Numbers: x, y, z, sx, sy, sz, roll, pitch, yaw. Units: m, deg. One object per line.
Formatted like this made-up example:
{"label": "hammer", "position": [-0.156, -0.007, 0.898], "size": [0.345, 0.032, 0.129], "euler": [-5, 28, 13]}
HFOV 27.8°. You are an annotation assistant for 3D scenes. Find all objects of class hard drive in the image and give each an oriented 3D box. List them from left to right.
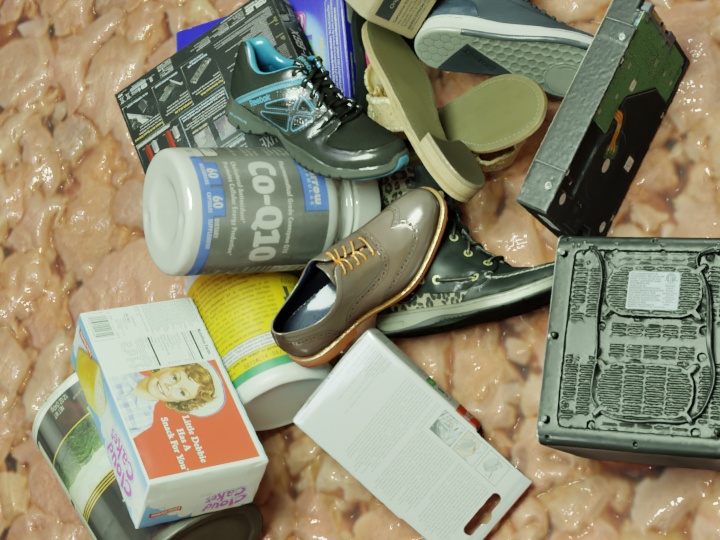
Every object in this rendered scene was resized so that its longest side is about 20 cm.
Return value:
{"label": "hard drive", "position": [0.213, -0.124, 1.267], "size": [0.038, 0.139, 0.202], "euler": [26, 89, 30]}

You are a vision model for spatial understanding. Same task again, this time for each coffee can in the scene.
{"label": "coffee can", "position": [-0.205, 0.200, 1.386], "size": [0.146, 0.146, 0.200], "euler": [-45, 60, 9]}

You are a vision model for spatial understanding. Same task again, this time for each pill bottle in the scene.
{"label": "pill bottle", "position": [-0.104, 0.041, 1.400], "size": [0.112, 0.113, 0.202], "euler": [-30, 63, 17]}
{"label": "pill bottle", "position": [-0.088, -0.056, 1.327], "size": [0.113, 0.198, 0.115], "euler": [10, 102, 59]}

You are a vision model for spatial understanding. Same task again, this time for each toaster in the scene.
{"label": "toaster", "position": [0.256, 0.066, 1.200], "size": [0.198, 0.118, 0.183], "euler": [1, 76, 28]}

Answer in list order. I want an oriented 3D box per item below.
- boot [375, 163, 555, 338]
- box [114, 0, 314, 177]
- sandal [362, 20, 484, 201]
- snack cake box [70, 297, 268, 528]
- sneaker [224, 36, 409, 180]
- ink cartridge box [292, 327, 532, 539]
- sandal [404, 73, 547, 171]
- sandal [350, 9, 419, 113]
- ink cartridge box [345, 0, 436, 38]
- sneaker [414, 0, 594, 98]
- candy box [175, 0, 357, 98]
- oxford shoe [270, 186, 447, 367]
{"label": "boot", "position": [0.094, -0.029, 1.330], "size": [0.202, 0.073, 0.156], "euler": [-15, 77, 27]}
{"label": "box", "position": [-0.129, -0.154, 1.420], "size": [0.199, 0.050, 0.159], "euler": [-32, 68, 17]}
{"label": "sandal", "position": [0.034, -0.134, 1.328], "size": [0.070, 0.077, 0.213], "euler": [-45, 57, 28]}
{"label": "snack cake box", "position": [-0.176, 0.124, 1.316], "size": [0.201, 0.114, 0.068], "euler": [61, 144, 35]}
{"label": "sneaker", "position": [-0.042, -0.142, 1.290], "size": [0.199, 0.073, 0.083], "euler": [25, 124, 27]}
{"label": "ink cartridge box", "position": [0.048, 0.158, 1.311], "size": [0.200, 0.050, 0.109], "euler": [42, 96, 5]}
{"label": "sandal", "position": [0.117, -0.127, 1.366], "size": [0.211, 0.069, 0.078], "euler": [-7, 62, 50]}
{"label": "sandal", "position": [0.028, -0.196, 1.406], "size": [0.045, 0.074, 0.202], "euler": [-35, 44, 50]}
{"label": "ink cartridge box", "position": [0.016, -0.339, 1.341], "size": [0.200, 0.075, 0.166], "euler": [48, 114, 38]}
{"label": "sneaker", "position": [0.162, -0.243, 1.364], "size": [0.200, 0.077, 0.147], "euler": [14, 53, 3]}
{"label": "candy box", "position": [-0.086, -0.181, 1.477], "size": [0.198, 0.077, 0.171], "euler": [-11, 72, 23]}
{"label": "oxford shoe", "position": [0.000, 0.000, 1.288], "size": [0.071, 0.073, 0.200], "euler": [40, 87, 28]}
